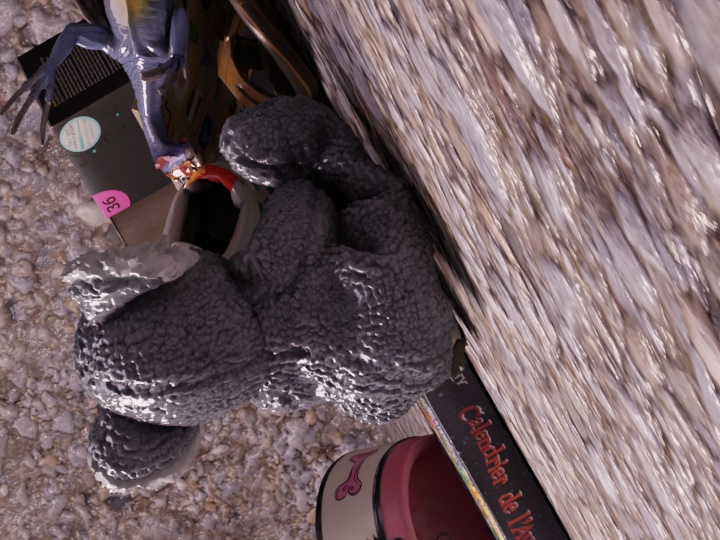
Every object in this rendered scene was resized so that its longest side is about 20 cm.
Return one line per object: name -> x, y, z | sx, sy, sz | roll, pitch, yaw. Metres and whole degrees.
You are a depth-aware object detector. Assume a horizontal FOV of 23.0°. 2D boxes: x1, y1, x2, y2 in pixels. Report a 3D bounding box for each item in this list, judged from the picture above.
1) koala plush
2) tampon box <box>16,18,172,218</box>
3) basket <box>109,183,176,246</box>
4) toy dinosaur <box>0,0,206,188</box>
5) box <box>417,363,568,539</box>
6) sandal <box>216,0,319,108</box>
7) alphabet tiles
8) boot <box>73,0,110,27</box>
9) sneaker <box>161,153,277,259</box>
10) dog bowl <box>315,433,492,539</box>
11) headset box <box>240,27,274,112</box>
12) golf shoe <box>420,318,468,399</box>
koala plush -> -0.070, 0.025, 0.973 | 0.184, 0.198, 0.179 | 40, 137, 45
tampon box -> -0.223, -0.183, 1.817 | 0.127, 0.199, 0.150 | 57, 176, 41
basket -> -0.199, -0.115, 2.007 | 0.137, 0.199, 0.180 | 62, 175, -23
toy dinosaur -> -0.111, -0.145, 1.005 | 0.104, 0.201, 0.182 | 21, 150, 27
box -> 0.090, 0.141, 1.229 | 0.201, 0.037, 0.137 | 61, 177, 6
sandal -> -0.065, -0.131, 1.157 | 0.082, 0.054, 0.200 | 59, 176, 23
alphabet tiles -> -0.106, -0.144, 1.149 | 0.200, 0.006, 0.168 | 67, -147, -64
boot -> -0.176, -0.232, 1.350 | 0.183, 0.072, 0.200 | 60, -163, 15
sneaker -> -0.080, -0.042, 1.137 | 0.201, 0.070, 0.094 | -67, -12, -45
dog bowl -> 0.060, 0.210, 1.298 | 0.200, 0.073, 0.202 | 36, -142, -33
headset box -> -0.071, -0.093, 1.377 | 0.150, 0.077, 0.200 | 60, 178, 15
golf shoe -> 0.000, 0.000, 1.106 | 0.200, 0.077, 0.095 | 55, 173, 48
